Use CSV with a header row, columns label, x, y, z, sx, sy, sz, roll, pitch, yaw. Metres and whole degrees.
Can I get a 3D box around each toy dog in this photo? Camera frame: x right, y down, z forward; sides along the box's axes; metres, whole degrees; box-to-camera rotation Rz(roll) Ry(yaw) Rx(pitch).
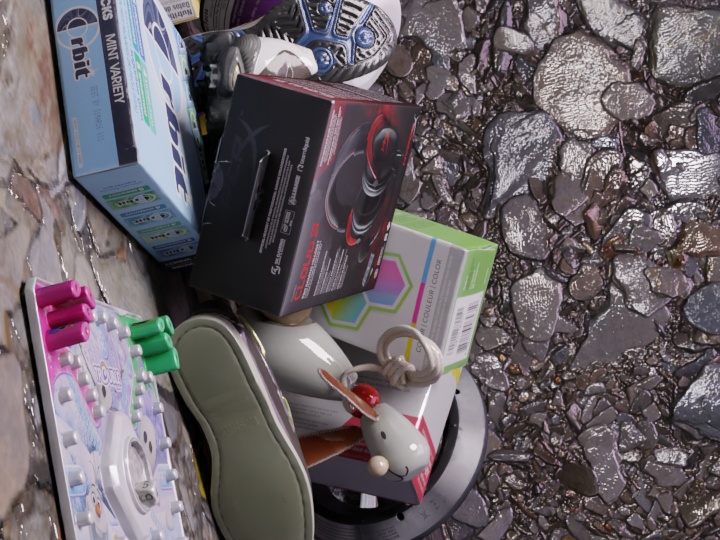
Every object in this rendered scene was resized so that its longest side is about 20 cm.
label,x,y,z,sx,sy,sz,roll,pitch,yaw
toy dog,-0.043,0.086,1.037,0.096,0.200,0.132,-29,136,-45

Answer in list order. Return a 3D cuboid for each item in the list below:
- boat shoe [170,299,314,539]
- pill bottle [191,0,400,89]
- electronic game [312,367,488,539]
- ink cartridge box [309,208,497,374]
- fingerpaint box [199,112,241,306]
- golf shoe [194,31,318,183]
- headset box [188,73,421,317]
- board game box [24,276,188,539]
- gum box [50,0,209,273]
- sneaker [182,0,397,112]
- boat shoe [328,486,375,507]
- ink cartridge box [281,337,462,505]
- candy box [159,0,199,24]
label,x,y,z,sx,sy,sz,roll,pitch,yaw
boat shoe,-0.076,0.117,0.954,0.061,0.072,0.202,-71,146,-73
pill bottle,-0.071,-0.234,1.194,0.113,0.200,0.113,-50,160,-26
electronic game,0.018,0.152,1.199,0.042,0.200,0.200,50,25,-49
ink cartridge box,0.000,0.000,1.092,0.059,0.200,0.104,-11,118,-59
fingerpaint box,-0.098,-0.097,1.244,0.200,0.073,0.167,-96,172,-55
golf shoe,-0.081,-0.088,1.045,0.200,0.094,0.078,105,-27,-42
headset box,-0.038,-0.055,0.956,0.200,0.075,0.149,-13,119,-69
board game box,-0.120,0.111,0.742,0.200,0.026,0.201,47,30,-79
gum box,-0.146,-0.108,0.902,0.200,0.044,0.170,60,18,-72
sneaker,-0.070,-0.173,1.093,0.077,0.199,0.076,-159,-122,-82
boat shoe,-0.017,0.200,1.417,0.072,0.070,0.201,76,6,-54
ink cartridge box,0.007,0.079,1.156,0.083,0.145,0.200,68,37,-55
candy box,-0.172,-0.294,1.021,0.116,0.055,0.200,-97,172,-56
